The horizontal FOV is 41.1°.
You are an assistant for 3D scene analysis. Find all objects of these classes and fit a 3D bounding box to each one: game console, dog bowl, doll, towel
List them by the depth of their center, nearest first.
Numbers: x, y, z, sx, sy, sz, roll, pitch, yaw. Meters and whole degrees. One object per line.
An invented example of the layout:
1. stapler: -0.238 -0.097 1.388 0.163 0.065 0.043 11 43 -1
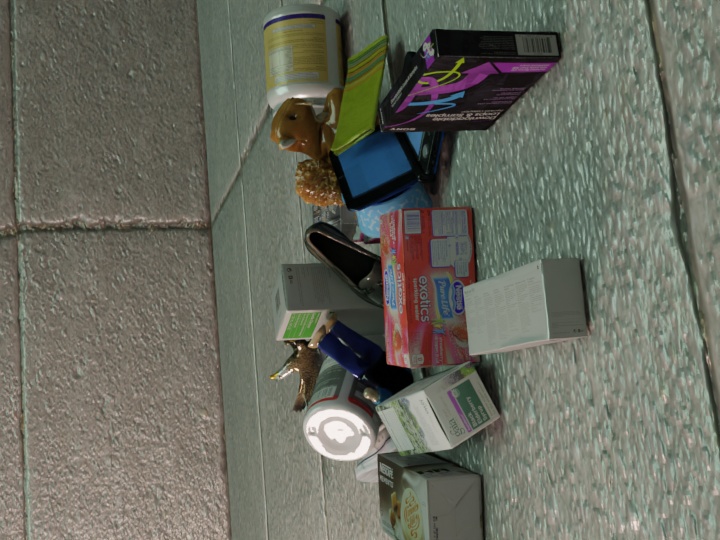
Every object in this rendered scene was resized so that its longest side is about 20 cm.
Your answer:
1. game console: 0.034 -0.199 1.349 0.201 0.117 0.172 -110 25 -56
2. dog bowl: 0.030 -0.121 1.387 0.200 0.110 0.050 -119 6 -55
3. doll: 0.025 0.141 1.389 0.049 0.199 0.136 -56 -8 36
4. towel: 0.000 -0.264 1.427 0.086 0.018 0.202 -30 39 40

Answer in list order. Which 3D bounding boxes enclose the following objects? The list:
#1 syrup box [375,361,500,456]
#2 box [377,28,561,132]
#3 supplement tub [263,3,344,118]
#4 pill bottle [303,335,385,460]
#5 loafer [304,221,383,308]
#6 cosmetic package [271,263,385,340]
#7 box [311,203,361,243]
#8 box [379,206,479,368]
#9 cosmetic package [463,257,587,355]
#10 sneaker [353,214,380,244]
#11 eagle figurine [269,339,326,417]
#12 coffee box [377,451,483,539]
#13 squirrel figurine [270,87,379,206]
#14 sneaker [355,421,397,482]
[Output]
1. syrup box: 0.096 0.183 1.246 0.079 0.081 0.200 61 158 4
2. box: 0.114 -0.206 1.068 0.200 0.141 0.037 140 125 -69
3. supplement tub: -0.102 -0.367 1.751 0.145 0.144 0.203 161 106 -72
4. pill bottle: -0.014 0.185 1.484 0.201 0.113 0.115 -71 -7 -54
5. loafer: 0.000 0.000 1.393 0.072 0.199 0.063 -57 -3 5
6. cosmetic package: -0.030 0.045 1.471 0.108 0.197 0.086 113 151 -58
7. box: -0.042 -0.121 1.747 0.200 0.048 0.161 164 103 -73
8. box: 0.089 0.021 1.250 0.095 0.101 0.203 172 94 -73
9. cosmetic package: 0.176 0.043 1.050 0.200 0.050 0.084 153 112 -71
10. sneaker: 0.032 -0.087 1.453 0.200 0.080 0.089 -167 74 -72
11. eagle figurine: -0.108 0.200 1.927 0.201 0.150 0.152 63 -146 -16
12. coffee box: 0.091 0.318 1.308 0.200 0.079 0.116 -179 88 -73
13. squirrel figurine: -0.052 -0.190 1.532 0.142 0.184 0.202 -129 42 -62
14. sneaker: 0.046 0.273 1.491 0.200 0.072 0.072 128 147 -52
